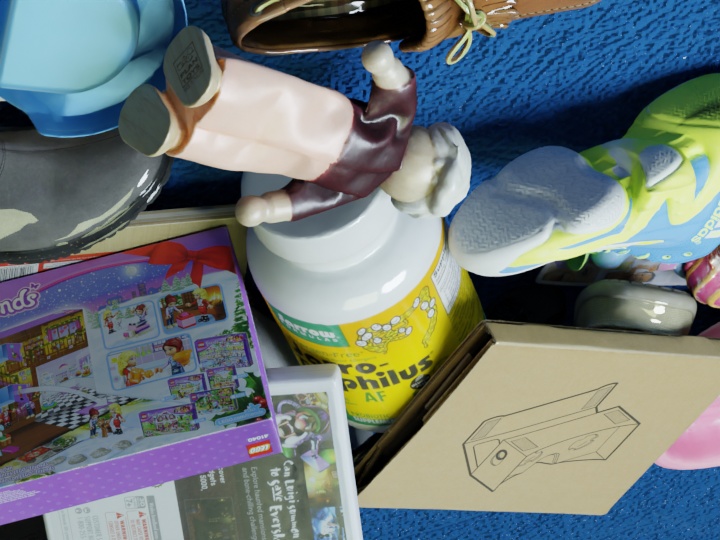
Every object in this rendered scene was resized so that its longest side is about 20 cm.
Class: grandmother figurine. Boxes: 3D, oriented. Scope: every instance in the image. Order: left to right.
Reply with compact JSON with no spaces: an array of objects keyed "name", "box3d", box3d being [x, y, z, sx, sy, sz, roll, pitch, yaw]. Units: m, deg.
[{"name":"grandmother figurine","box3d":[-0.018,-0.070,1.367,0.200,0.061,0.121,17,134,-41]}]

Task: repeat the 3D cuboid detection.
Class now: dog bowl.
[{"name":"dog bowl","box3d":[-0.186,-0.129,1.319,0.200,0.050,0.112,5,123,-18]}]

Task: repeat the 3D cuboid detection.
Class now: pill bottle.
[{"name":"pill bottle","box3d":[0.000,0.000,1.528,0.113,0.113,0.200,-15,146,7]}]

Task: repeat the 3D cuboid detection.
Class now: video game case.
[{"name":"video game case","box3d":[-0.090,0.149,1.556,0.181,0.023,0.200,-4,118,6]}]

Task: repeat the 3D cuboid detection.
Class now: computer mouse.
[{"name":"computer mouse","box3d":[0.045,0.071,1.653,0.200,0.034,0.059,-38,165,-13]}]

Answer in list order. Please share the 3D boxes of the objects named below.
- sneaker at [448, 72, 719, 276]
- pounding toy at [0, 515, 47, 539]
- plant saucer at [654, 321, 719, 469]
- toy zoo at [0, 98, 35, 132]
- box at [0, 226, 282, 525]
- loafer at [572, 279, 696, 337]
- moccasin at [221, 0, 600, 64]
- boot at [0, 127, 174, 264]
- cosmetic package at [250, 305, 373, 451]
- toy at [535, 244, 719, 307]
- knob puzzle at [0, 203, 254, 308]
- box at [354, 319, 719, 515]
[{"name":"sneaker","box3d":[0.149,-0.028,1.520,0.200,0.076,0.105,-25,134,-6]},{"name":"pounding toy","box3d":[-0.192,0.216,1.709,0.184,0.200,0.142,-23,144,18]},{"name":"plant saucer","box3d":[0.269,0.063,1.719,0.200,0.051,0.201,-18,159,-7]},{"name":"toy zoo","box3d":[-0.223,-0.100,1.401,0.199,0.020,0.131,-3,145,-12]},{"name":"box","box3d":[-0.154,0.061,1.489,0.200,0.137,0.039,-14,144,-1]},{"name":"loafer","box3d":[0.157,0.064,1.665,0.075,0.068,0.200,9,157,-5]},{"name":"moccasin","box3d":[0.031,-0.141,1.362,0.201,0.078,0.074,-2,143,-13]},{"name":"boot","box3d":[-0.206,-0.059,1.391,0.200,0.070,0.132,-21,141,8]},{"name":"cosmetic package","box3d":[-0.071,0.089,1.639,0.102,0.074,0.200,-27,153,14]},{"name":"toy","box3d":[0.218,-0.010,1.632,0.200,0.047,0.115,2,146,-18]},{"name":"knob puzzle","box3d":[-0.161,0.021,1.583,0.219,0.031,0.220,-11,148,-7]},{"name":"box","box3d":[0.110,0.091,1.596,0.200,0.021,0.164,5,138,-37]}]
